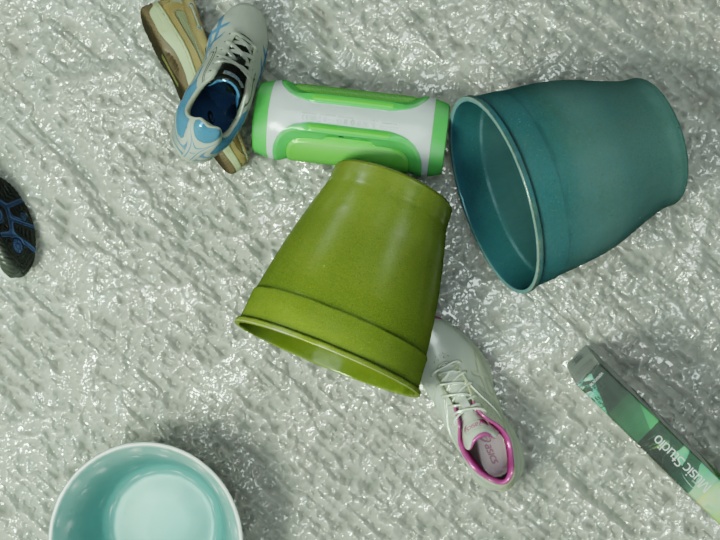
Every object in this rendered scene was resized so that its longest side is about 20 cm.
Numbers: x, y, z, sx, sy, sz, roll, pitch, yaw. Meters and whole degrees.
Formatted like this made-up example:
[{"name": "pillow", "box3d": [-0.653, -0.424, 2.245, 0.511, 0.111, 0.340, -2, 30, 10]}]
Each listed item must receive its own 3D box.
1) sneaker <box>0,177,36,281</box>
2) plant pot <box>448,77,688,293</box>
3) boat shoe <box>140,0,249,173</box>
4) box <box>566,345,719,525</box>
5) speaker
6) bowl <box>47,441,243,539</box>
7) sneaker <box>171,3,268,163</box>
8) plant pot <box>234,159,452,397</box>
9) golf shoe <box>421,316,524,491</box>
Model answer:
[{"name": "sneaker", "box3d": [-0.420, -0.072, 1.305, 0.077, 0.076, 0.201, -34, 88, 24]}, {"name": "plant pot", "box3d": [0.212, -0.103, 1.215, 0.186, 0.200, 0.202, -20, 89, -12]}, {"name": "boat shoe", "box3d": [-0.157, -0.203, 1.289, 0.076, 0.072, 0.201, -27, 90, -13]}, {"name": "box", "box3d": [0.293, 0.163, 1.226, 0.200, 0.144, 0.036, 43, 96, 2]}, {"name": "speaker", "box3d": [-0.009, -0.148, 1.269, 0.198, 0.088, 0.089, 7, 90, 3]}, {"name": "bowl", "box3d": [-0.213, 0.272, 1.270, 0.199, 0.105, 0.203, 0, 91, 3]}, {"name": "sneaker", "box3d": [-0.130, -0.194, 1.227, 0.072, 0.072, 0.201, 32, 55, -23]}, {"name": "plant pot", "box3d": [0.000, 0.000, 1.229, 0.199, 0.200, 0.194, 21, 81, 3]}, {"name": "golf shoe", "box3d": [0.112, 0.136, 1.262, 0.075, 0.092, 0.201, -30, 87, 3]}]
